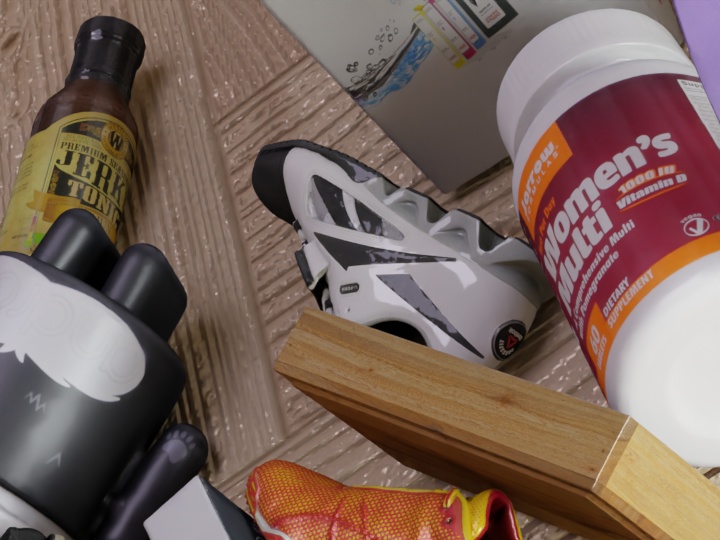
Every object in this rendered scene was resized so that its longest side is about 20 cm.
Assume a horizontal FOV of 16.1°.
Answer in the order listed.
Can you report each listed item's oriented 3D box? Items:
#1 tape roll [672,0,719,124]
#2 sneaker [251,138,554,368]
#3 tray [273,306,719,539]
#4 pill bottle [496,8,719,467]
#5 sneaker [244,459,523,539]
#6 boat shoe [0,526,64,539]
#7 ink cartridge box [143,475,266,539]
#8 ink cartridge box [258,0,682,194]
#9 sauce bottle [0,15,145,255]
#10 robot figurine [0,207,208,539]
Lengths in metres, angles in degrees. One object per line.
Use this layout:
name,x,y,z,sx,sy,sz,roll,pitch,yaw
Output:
tape roll,0.201,-0.090,0.986,0.085,0.200,0.201,-25,43,28
sneaker,0.000,0.000,1.207,0.200,0.074,0.089,27,82,47
tray,0.061,0.073,1.061,0.200,0.099,0.037,16,74,48
pill bottle,0.127,-0.020,1.072,0.109,0.110,0.200,-38,39,13
sneaker,0.029,0.120,1.077,0.200,0.073,0.077,26,91,40
boat shoe,-0.205,0.192,1.201,0.202,0.063,0.074,-52,15,28
ink cartridge box,-0.022,0.176,1.059,0.039,0.099,0.200,-41,39,8
ink cartridge box,0.034,-0.173,1.221,0.144,0.200,0.148,-31,41,18
sauce bottle,-0.160,-0.055,1.420,0.064,0.065,0.201,-17,49,34
robot figurine,-0.165,0.072,1.272,0.150,0.125,0.201,11,66,54
